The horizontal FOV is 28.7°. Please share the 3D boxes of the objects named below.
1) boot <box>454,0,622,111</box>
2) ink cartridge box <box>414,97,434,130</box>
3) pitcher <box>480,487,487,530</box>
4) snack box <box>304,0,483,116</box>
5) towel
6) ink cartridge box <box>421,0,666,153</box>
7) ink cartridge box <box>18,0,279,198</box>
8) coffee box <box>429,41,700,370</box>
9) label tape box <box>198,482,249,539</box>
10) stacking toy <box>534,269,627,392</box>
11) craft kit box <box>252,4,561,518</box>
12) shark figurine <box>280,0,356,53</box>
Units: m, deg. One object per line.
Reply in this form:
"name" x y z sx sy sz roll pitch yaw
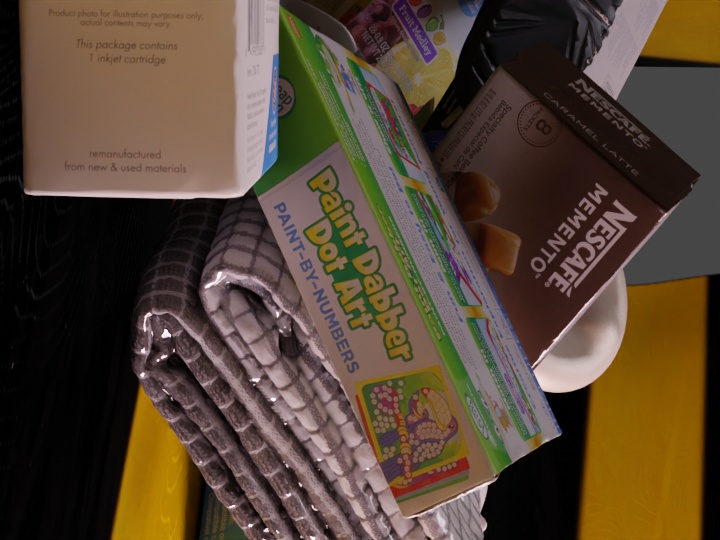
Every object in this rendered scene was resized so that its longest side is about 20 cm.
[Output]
"boot" 0.088 -0.192 0.829 0.199 0.073 0.162 -58 -144 5
"ink cartridge box" 0.000 0.000 0.923 0.200 0.048 0.146 -43 -154 30
"pitcher" 0.031 0.157 0.972 0.122 0.171 0.200 -66 -169 -22
"snack box" 0.077 -0.188 0.977 0.068 0.200 0.169 36 -11 44
"towel" -0.022 0.051 0.641 0.200 0.085 0.166 59 14 -20
"ink cartridge box" 0.123 -0.140 0.873 0.044 0.094 0.200 56 52 -36
"ink cartridge box" -0.062 -0.128 0.440 0.116 0.067 0.201 -79 170 -80
"coffee box" 0.072 -0.006 0.756 0.200 0.114 0.080 -52 170 30
"label tape box" -0.055 0.149 0.783 0.200 0.063 0.145 87 4 -45
"stacking toy" 0.063 0.027 0.929 0.200 0.146 0.147 -26 -126 49
"craft kit box" 0.017 -0.002 0.615 0.201 0.048 0.197 65 10 9
"shark figurine" -0.045 -0.103 0.694 0.215 0.089 0.128 86 7 -49
